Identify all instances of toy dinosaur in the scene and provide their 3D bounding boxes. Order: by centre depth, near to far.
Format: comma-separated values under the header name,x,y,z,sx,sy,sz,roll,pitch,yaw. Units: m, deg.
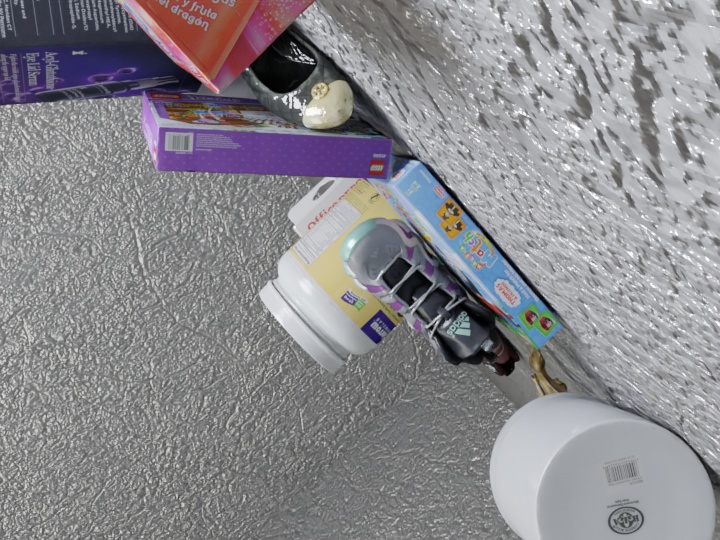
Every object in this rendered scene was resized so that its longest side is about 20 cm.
name,x,y,z,sx,sy,sz,roll,pitch,yaw
toy dinosaur,0.260,0.175,1.032,0.200,0.058,0.101,47,178,14

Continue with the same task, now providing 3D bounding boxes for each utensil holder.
name,x,y,z,sx,sy,sz,roll,pitch,yaw
utensil holder,0.222,0.210,0.815,0.170,0.170,0.200,46,178,2

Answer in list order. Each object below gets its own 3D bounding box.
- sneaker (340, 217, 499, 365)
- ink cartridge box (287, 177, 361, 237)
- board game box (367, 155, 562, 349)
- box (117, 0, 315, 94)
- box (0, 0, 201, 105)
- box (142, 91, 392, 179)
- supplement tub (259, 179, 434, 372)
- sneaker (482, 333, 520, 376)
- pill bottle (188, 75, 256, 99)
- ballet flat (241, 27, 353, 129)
name,x,y,z,sx,sy,sz,roll,pitch,yaw
sneaker,0.074,0.032,0.810,0.200,0.078,0.140,33,-172,-45
ink cartridge box,0.010,-0.040,1.101,0.200,0.129,0.125,46,179,0
board game box,0.092,-0.024,0.812,0.200,0.037,0.151,48,180,-14
box,-0.088,-0.175,0.469,0.095,0.103,0.200,46,178,-25
box,-0.227,-0.214,0.720,0.148,0.198,0.105,161,100,-71
box,-0.087,-0.120,0.758,0.198,0.039,0.137,0,-157,-19
supplement tub,0.000,0.000,0.952,0.145,0.200,0.145,46,180,0
sneaker,0.206,0.132,1.442,0.115,0.076,0.200,44,179,-1
pill bottle,-0.156,-0.230,0.937,0.116,0.116,0.200,47,180,-14
ballet flat,-0.078,-0.187,0.734,0.200,0.066,0.057,45,169,26
